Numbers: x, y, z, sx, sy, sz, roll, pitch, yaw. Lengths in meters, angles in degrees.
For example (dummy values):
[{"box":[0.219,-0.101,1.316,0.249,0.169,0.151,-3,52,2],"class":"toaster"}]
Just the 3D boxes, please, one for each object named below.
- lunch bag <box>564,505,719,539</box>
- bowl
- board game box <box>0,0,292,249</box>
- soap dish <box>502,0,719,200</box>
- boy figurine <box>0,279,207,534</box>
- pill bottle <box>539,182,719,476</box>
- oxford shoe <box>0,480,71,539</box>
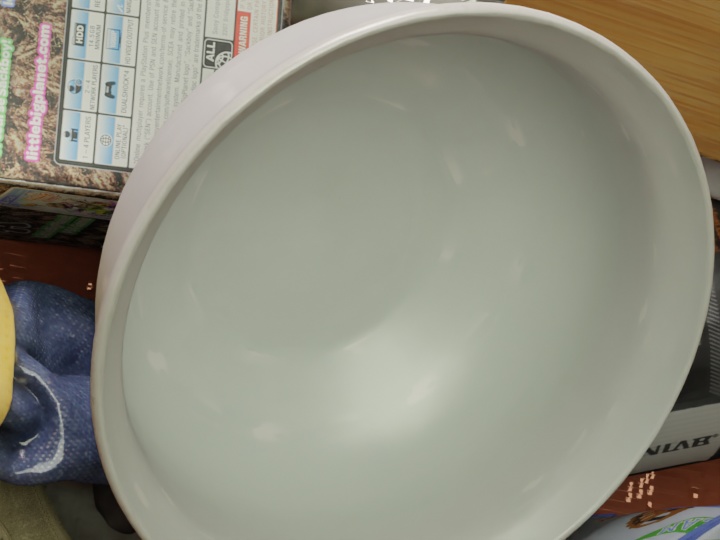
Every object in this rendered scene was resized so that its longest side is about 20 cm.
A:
[{"box":[0.039,0.144,0.897,0.160,0.200,0.076,-33,92,-32],"class":"lunch bag"},{"box":[0.000,0.000,0.875,0.200,0.090,0.202,-11,118,-21],"class":"bowl"},{"box":[-0.128,-0.097,0.943,0.199,0.097,0.161,7,78,-15],"class":"board game box"},{"box":[0.156,-0.086,0.970,0.199,0.082,0.157,20,39,17],"class":"soap dish"},{"box":[-0.142,0.030,0.876,0.199,0.064,0.125,14,47,-33],"class":"boy figurine"},{"box":[0.144,0.008,0.999,0.199,0.106,0.107,-9,83,-18],"class":"pill bottle"},{"box":[-0.148,0.079,0.930,0.200,0.070,0.075,46,52,-8],"class":"oxford shoe"}]
